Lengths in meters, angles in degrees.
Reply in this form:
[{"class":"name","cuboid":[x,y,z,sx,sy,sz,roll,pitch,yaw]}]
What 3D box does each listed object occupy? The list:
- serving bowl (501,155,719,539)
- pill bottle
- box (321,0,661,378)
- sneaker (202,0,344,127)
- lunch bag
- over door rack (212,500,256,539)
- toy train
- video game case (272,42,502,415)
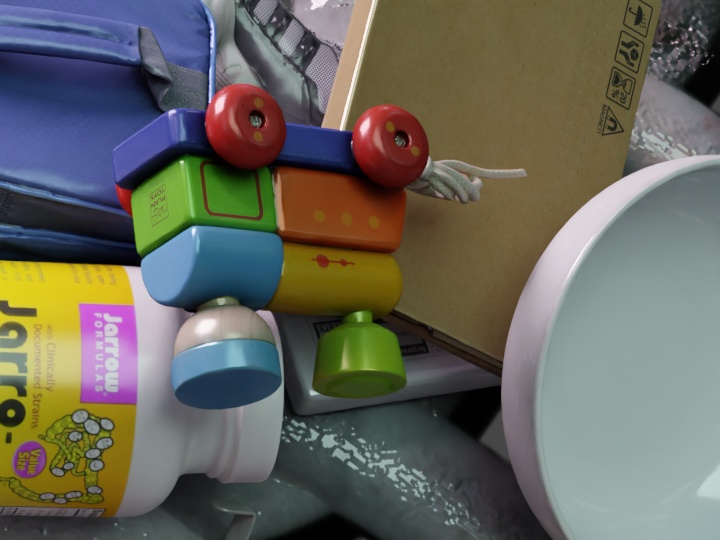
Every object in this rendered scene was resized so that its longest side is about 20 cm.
[{"class":"serving bowl","cuboid":[0.136,0.043,1.324,0.200,0.066,0.200,-8,104,-34]},{"class":"pill bottle","cuboid":[-0.136,0.048,1.211,0.200,0.104,0.104,2,60,-15]},{"class":"box","cuboid":[0.054,-0.064,1.328,0.163,0.021,0.200,26,70,-35]},{"class":"sneaker","cuboid":[-0.033,-0.098,1.350,0.114,0.075,0.200,-19,75,-31]},{"class":"lunch bag","cuboid":[-0.150,-0.060,1.264,0.200,0.132,0.136,9,57,-17]},{"class":"over door rack","cuboid":[-0.088,0.161,1.160,0.200,0.067,0.148,-8,27,-38]},{"class":"toy train","cuboid":[0.000,0.000,1.204,0.200,0.085,0.116,6,68,-36]},{"class":"video game case","cuboid":[0.034,-0.028,1.392,0.200,0.023,0.182,-8,64,-26]}]
